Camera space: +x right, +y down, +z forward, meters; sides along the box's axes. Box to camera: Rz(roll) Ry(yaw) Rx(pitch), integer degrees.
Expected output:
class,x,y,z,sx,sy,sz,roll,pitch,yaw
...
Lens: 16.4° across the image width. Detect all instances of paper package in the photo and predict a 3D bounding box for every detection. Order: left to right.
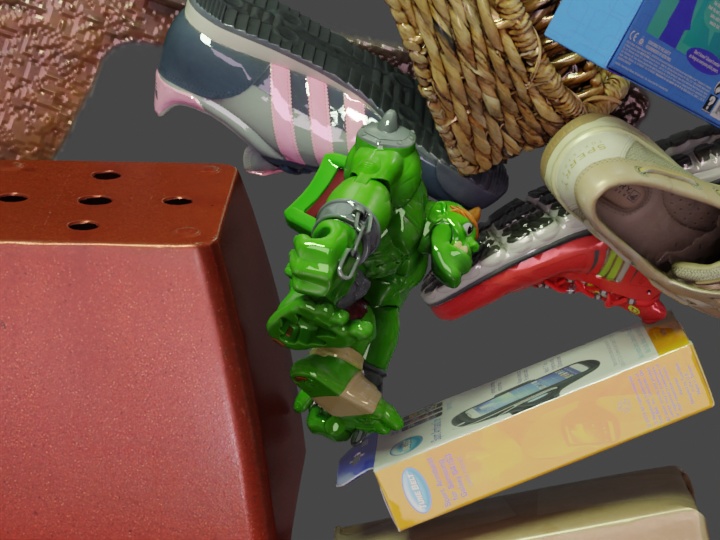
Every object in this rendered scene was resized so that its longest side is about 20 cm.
class,x,y,z,sx,sy,sz,roll,pitch,yaw
paper package,0.100,0.218,1.347,0.199,0.103,0.192,-12,98,3

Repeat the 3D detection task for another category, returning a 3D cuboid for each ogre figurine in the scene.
class,x,y,z,sx,sy,sz,roll,pitch,yaw
ogre figurine,0.000,0.000,1.273,0.098,0.200,0.120,8,62,29

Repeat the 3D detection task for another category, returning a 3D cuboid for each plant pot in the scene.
class,x,y,z,sx,sy,sz,roll,pitch,yaw
plant pot,-0.133,0.046,1.270,0.199,0.200,0.177,0,109,2

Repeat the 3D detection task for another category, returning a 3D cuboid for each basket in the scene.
class,x,y,z,sx,sy,sz,roll,pitch,yaw
basket,0.080,-0.165,1.250,0.148,0.143,0.201,-20,122,5

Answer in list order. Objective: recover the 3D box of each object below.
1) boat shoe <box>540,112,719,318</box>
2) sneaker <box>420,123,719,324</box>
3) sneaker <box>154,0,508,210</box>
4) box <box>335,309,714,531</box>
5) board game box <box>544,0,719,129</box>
class,x,y,z,sx,sy,sz,roll,pitch,yaw
boat shoe,0.178,-0.010,1.273,0.200,0.065,0.072,30,108,-31
sneaker,0.131,-0.006,1.336,0.199,0.077,0.085,-21,105,7
sneaker,-0.018,-0.076,1.344,0.199,0.070,0.082,31,118,-2
box,0.084,0.082,1.323,0.199,0.119,0.042,-24,96,5
board game box,0.188,-0.179,1.246,0.045,0.152,0.201,33,98,33
